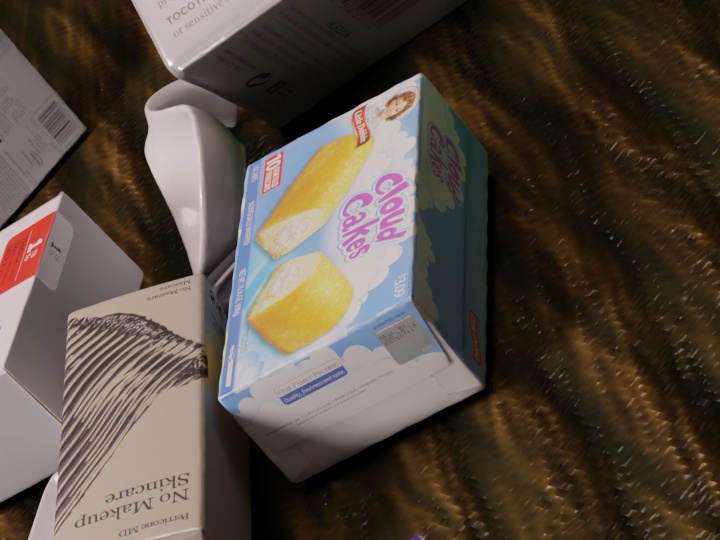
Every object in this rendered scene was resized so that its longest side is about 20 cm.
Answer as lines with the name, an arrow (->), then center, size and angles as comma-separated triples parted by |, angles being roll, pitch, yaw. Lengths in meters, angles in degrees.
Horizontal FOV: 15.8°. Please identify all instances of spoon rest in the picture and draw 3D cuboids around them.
spoon rest -> -0.098, -0.065, 1.536 | 0.060, 0.100, 0.200 | -1, 25, -3

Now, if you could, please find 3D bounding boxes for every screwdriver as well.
screwdriver -> -0.107, 0.050, 1.436 | 0.200, 0.028, 0.029 | -49, 0, -13

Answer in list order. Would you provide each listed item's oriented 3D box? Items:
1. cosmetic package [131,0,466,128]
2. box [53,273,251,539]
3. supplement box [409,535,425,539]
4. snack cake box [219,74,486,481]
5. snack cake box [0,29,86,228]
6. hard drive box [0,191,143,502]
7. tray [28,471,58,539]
cosmetic package -> -0.057, -0.222, 1.531 | 0.166, 0.167, 0.201 | -33, 72, 13
box -> -0.100, 0.093, 1.275 | 0.082, 0.069, 0.201 | -18, 35, 8
supplement box -> -0.009, 0.216, 0.989 | 0.200, 0.101, 0.103 | -41, 27, -3
snack cake box -> 0.000, 0.000, 1.316 | 0.115, 0.067, 0.201 | -29, 30, 21
snack cake box -> -0.291, -0.125, 1.726 | 0.115, 0.200, 0.067 | -50, 29, -20
hard drive box -> -0.232, 0.069, 1.493 | 0.199, 0.077, 0.156 | -29, 30, 27
tray -> -0.132, 0.159, 1.308 | 0.107, 0.022, 0.201 | -26, 31, 27
